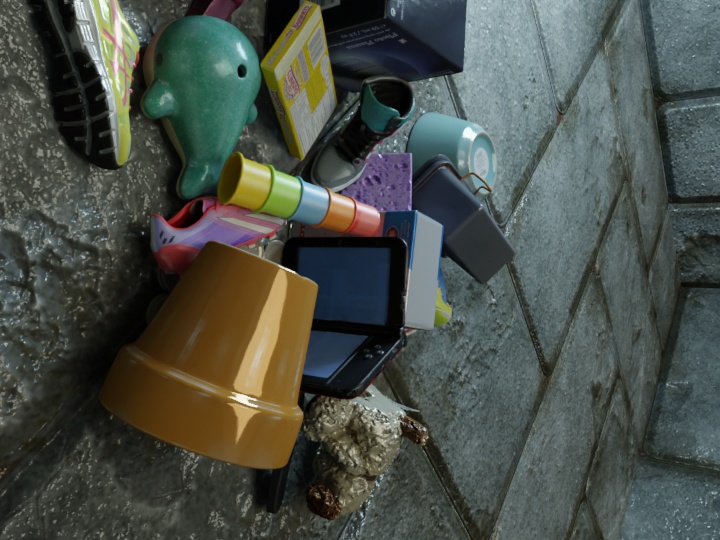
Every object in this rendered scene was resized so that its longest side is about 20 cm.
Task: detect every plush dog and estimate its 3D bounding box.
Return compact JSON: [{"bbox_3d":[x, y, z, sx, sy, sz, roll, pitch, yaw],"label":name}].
[{"bbox_3d":[-0.008,0.260,0.898,0.172,0.160,0.200,-65,165,6],"label":"plush dog"}]

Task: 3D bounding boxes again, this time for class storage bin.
[{"bbox_3d":[0.173,-0.079,1.068,0.146,0.134,0.200,-44,137,4],"label":"storage bin"}]

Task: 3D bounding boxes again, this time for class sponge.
[{"bbox_3d":[0.021,-0.074,0.964,0.030,0.111,0.201,55,35,-84],"label":"sponge"}]

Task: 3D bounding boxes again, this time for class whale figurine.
[{"bbox_3d":[-0.166,-0.180,0.720,0.159,0.103,0.201,-9,101,-53],"label":"whale figurine"}]

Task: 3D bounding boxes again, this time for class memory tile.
[{"bbox_3d":[-0.168,0.019,0.797,0.200,0.017,0.154,20,76,-53],"label":"memory tile"}]

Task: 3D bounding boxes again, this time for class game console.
[{"bbox_3d":[-0.053,0.049,0.773,0.172,0.199,0.119,-41,123,-44],"label":"game console"}]

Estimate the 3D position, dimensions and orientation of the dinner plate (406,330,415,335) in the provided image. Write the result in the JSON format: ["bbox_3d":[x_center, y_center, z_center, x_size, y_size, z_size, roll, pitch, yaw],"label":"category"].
[{"bbox_3d":[0.072,0.012,1.113,0.200,0.024,0.201,-5,96,-53],"label":"dinner plate"}]

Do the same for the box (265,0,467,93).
[{"bbox_3d":[0.012,-0.337,0.872,0.198,0.199,0.124,6,86,-53],"label":"box"}]

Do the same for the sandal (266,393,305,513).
[{"bbox_3d":[-0.111,0.223,0.850,0.075,0.045,0.201,-33,135,-79],"label":"sandal"}]

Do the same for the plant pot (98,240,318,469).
[{"bbox_3d":[-0.135,0.076,0.663,0.200,0.200,0.184,29,81,-50],"label":"plant pot"}]

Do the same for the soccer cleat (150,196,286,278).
[{"bbox_3d":[-0.154,-0.060,0.743,0.200,0.067,0.077,-35,128,-43],"label":"soccer cleat"}]

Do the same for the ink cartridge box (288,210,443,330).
[{"bbox_3d":[0.000,0.000,0.870,0.084,0.199,0.147,16,79,-55],"label":"ink cartridge box"}]

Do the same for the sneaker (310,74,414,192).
[{"bbox_3d":[0.008,-0.199,0.899,0.200,0.084,0.121,-49,176,-14],"label":"sneaker"}]

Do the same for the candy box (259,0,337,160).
[{"bbox_3d":[-0.072,-0.231,0.815,0.102,0.026,0.200,-58,167,-15],"label":"candy box"}]

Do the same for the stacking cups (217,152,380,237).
[{"bbox_3d":[-0.067,-0.082,0.761,0.199,0.060,0.061,14,80,-37],"label":"stacking cups"}]

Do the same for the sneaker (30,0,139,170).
[{"bbox_3d":[-0.249,-0.201,0.632,0.090,0.078,0.201,-27,115,-57],"label":"sneaker"}]

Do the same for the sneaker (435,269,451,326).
[{"bbox_3d":[0.083,0.014,1.068,0.200,0.076,0.105,41,41,-46],"label":"sneaker"}]

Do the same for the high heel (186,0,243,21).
[{"bbox_3d":[-0.196,-0.356,0.701,0.096,0.067,0.200,-67,154,-11],"label":"high heel"}]

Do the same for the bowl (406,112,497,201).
[{"bbox_3d":[0.180,-0.194,1.183,0.200,0.105,0.202,-2,93,-52],"label":"bowl"}]
